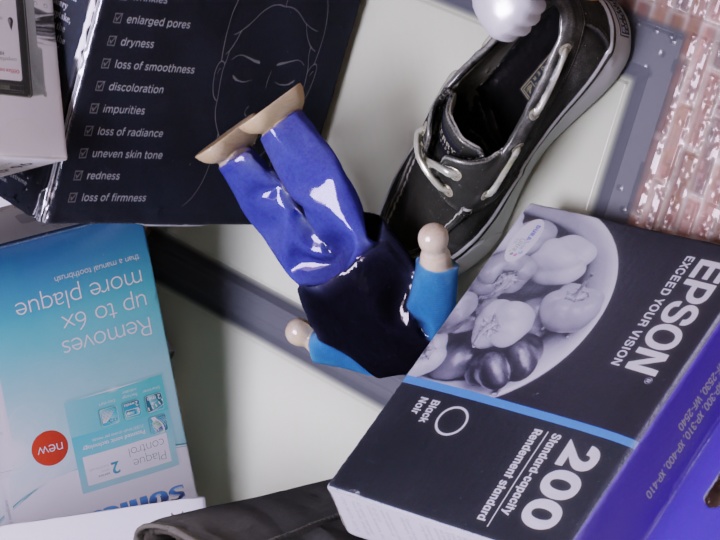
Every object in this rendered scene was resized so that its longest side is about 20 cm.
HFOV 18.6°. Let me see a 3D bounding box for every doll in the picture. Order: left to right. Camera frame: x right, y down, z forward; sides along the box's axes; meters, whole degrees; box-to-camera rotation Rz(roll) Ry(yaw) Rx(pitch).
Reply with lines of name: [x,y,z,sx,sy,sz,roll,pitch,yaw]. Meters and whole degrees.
doll: [0.000,0.000,1.165,0.136,0.048,0.200,-28,100,43]

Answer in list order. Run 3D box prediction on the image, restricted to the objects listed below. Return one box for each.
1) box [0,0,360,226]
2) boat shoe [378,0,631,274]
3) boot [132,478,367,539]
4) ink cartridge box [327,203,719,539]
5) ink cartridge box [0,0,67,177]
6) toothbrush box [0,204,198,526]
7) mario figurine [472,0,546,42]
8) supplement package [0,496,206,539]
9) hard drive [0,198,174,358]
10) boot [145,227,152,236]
box: [-0.113,-0.137,1.206,0.124,0.200,0.197,31,110,37]
boat shoe: [0.058,-0.070,1.152,0.071,0.064,0.200,51,121,26]
boot: [0.013,0.150,1.104,0.182,0.200,0.073,20,107,38]
ink cartridge box: [0.114,0.065,1.046,0.200,0.043,0.198,14,56,38]
ink cartridge box: [-0.214,-0.105,1.118,0.116,0.068,0.201,-10,83,42]
toothbrush box: [-0.186,0.068,1.261,0.085,0.146,0.201,-145,44,-64]
mario figurine: [0.095,-0.184,1.091,0.200,0.123,0.106,38,144,60]
supplement package: [-0.153,0.234,1.170,0.111,0.155,0.201,142,120,-68]
hard drive: [-0.208,0.025,1.403,0.200,0.027,0.132,52,121,27]
boot: [-0.180,-0.026,1.325,0.073,0.075,0.201,21,86,31]
